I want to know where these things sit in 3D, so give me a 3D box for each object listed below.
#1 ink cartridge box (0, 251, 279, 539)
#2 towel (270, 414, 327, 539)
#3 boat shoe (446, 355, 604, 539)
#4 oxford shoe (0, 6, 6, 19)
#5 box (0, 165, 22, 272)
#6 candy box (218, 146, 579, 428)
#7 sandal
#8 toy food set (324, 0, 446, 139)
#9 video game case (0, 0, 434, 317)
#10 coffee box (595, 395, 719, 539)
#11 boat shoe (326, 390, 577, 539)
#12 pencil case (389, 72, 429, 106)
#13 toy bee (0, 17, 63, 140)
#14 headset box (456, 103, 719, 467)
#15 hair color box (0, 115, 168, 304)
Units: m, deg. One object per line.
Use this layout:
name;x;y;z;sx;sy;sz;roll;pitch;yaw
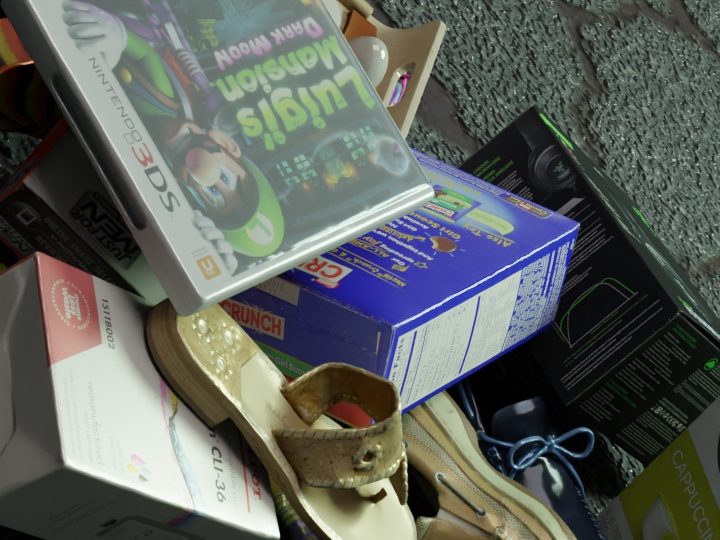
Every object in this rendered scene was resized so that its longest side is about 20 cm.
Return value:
ink cartridge box;-0.109;0.081;1.269;0.200;0.067;0.117;27;44;-49
towel;0.014;0.143;1.427;0.143;0.023;0.201;4;47;-47
boat shoe;0.082;0.097;1.514;0.200;0.069;0.084;51;32;12
oxford shoe;-0.188;-0.155;1.527;0.199;0.075;0.058;19;61;-43
box;-0.222;0.009;1.306;0.160;0.044;0.200;41;31;-4
candy box;0.000;0.000;1.451;0.169;0.077;0.200;26;30;27
sandal;-0.014;0.076;1.286;0.212;0.069;0.078;44;32;-30
toy food set;-0.038;-0.172;1.510;0.200;0.060;0.144;43;35;-17
video game case;-0.068;-0.086;1.308;0.200;0.023;0.182;-26;84;-49
coffee box;0.296;0.185;1.521;0.199;0.198;0.200;18;38;-35
boat shoe;0.052;0.144;1.396;0.076;0.072;0.200;-18;54;-42
pencil case;-0.056;-0.150;1.628;0.200;0.089;0.088;39;30;12
toy bee;-0.143;-0.110;1.435;0.131;0.109;0.200;55;21;10
headset box;0.150;0.014;1.606;0.174;0.093;0.200;37;16;-52
hair color box;-0.102;-0.069;1.356;0.102;0.061;0.200;45;54;-13
